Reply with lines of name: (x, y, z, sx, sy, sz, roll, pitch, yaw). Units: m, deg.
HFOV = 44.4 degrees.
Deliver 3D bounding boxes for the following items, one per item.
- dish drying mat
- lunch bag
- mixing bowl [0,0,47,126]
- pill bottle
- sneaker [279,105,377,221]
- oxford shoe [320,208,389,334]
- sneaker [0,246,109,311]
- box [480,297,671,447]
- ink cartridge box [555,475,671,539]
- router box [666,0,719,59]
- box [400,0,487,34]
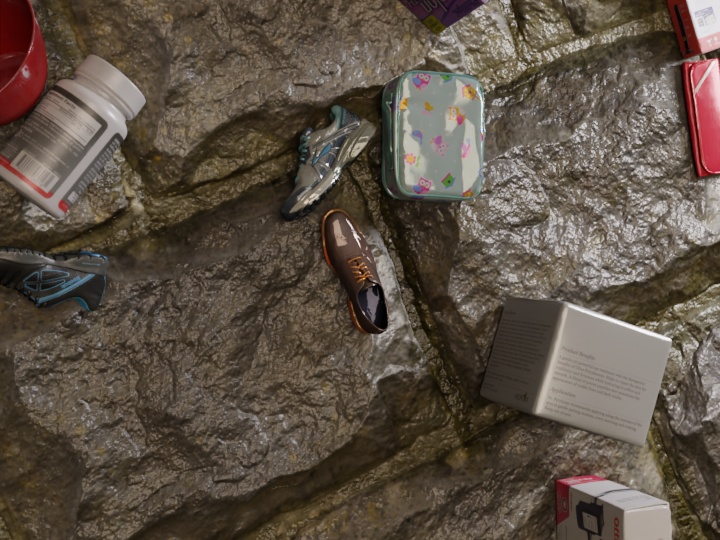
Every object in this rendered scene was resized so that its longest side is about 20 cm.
dish drying mat: (0.612, -0.269, 1.553, 0.076, 0.018, 0.202, -10, 93, -19)
lunch bag: (0.107, -0.207, 1.358, 0.159, 0.077, 0.202, 0, 90, -17)
mixing bowl: (-0.479, -0.259, 1.130, 0.198, 0.108, 0.202, -4, 69, 12)
pill bottle: (-0.386, -0.180, 1.177, 0.114, 0.114, 0.201, 39, 78, -14)
sneaker: (-0.065, -0.161, 1.313, 0.086, 0.078, 0.200, 39, 71, -2)
oxford shoe: (0.000, 0.000, 1.323, 0.071, 0.073, 0.201, -25, 97, -16)
sneaker: (-0.435, 0.011, 1.170, 0.199, 0.073, 0.083, 6, 92, -29)
box: (0.326, 0.150, 1.364, 0.198, 0.200, 0.173, 18, 86, -16)
ink cartridge box: (0.392, 0.417, 1.383, 0.084, 0.200, 0.146, -2, 90, -18)
router box: (0.631, -0.486, 1.544, 0.199, 0.049, 0.181, -22, 96, -17)
box: (0.101, -0.470, 1.304, 0.200, 0.176, 0.097, 38, 79, -15)
